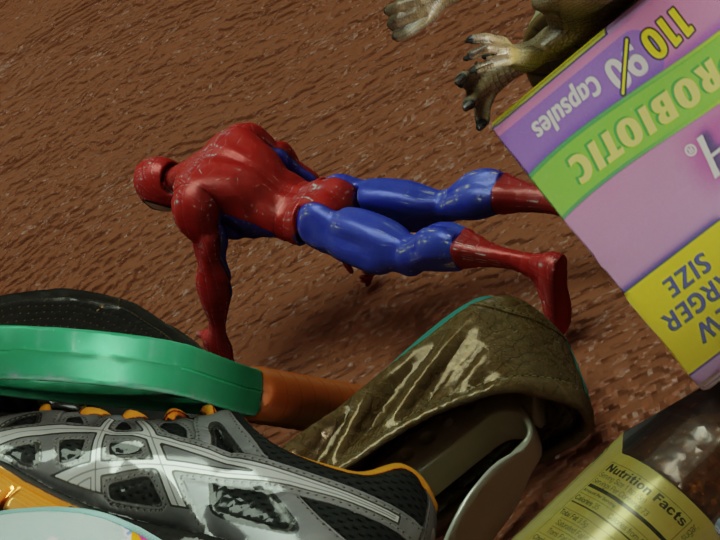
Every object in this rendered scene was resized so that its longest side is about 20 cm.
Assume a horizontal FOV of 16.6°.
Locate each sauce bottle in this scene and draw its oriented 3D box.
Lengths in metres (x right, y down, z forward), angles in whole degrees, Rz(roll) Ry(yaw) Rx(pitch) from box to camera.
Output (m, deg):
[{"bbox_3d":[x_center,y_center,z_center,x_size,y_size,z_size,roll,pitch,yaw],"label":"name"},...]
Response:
[{"bbox_3d":[0.087,0.079,0.698,0.200,0.066,0.066,-39,26,-19],"label":"sauce bottle"}]

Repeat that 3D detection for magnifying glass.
[{"bbox_3d":[-0.054,0.039,0.812,0.079,0.200,0.022,-4,81,40],"label":"magnifying glass"}]

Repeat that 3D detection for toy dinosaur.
[{"bbox_3d":[0.068,-0.090,0.730,0.101,0.058,0.200,-24,12,20],"label":"toy dinosaur"}]

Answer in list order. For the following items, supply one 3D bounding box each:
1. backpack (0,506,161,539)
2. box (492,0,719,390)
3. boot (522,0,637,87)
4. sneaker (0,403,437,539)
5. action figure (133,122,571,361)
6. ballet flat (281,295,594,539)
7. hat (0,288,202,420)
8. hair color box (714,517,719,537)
[{"bbox_3d":[-0.109,0.163,0.648,0.200,0.176,0.153,-30,42,2],"label":"backpack"},{"bbox_3d":[0.156,-0.078,0.733,0.176,0.097,0.200,-39,0,25],"label":"box"},{"bbox_3d":[0.161,-0.144,0.998,0.199,0.072,0.155,-22,24,17],"label":"boot"},{"bbox_3d":[-0.065,0.075,0.756,0.199,0.078,0.077,18,53,25],"label":"sneaker"},{"bbox_3d":[0.000,0.000,0.947,0.199,0.099,0.065,14,45,28],"label":"action figure"},{"bbox_3d":[-0.005,0.086,0.804,0.200,0.068,0.072,-34,45,-11],"label":"ballet flat"},{"bbox_3d":[-0.135,0.098,0.887,0.200,0.081,0.201,-14,35,10],"label":"hat"},{"bbox_3d":[0.194,0.044,0.592,0.200,0.099,0.061,-38,26,-10],"label":"hair color box"}]
